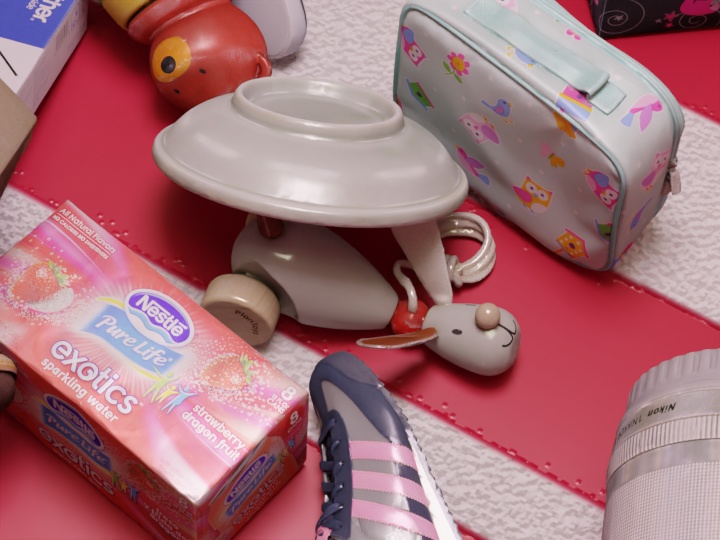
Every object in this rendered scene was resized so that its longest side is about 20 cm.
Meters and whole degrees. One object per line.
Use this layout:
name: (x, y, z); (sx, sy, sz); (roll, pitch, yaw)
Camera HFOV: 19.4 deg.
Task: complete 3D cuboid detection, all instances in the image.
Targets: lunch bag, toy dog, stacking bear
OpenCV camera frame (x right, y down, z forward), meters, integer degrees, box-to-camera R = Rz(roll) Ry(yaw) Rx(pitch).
lunch bag: (0.114, -0.101, 1.327); (0.200, 0.161, 0.077); (38, 64, 19)
toy dog: (0.000, 0.000, 1.296); (0.199, 0.096, 0.132); (-1, 59, -4)
stacking bear: (-0.130, -0.196, 1.389); (0.114, 0.121, 0.201); (-20, 81, -61)

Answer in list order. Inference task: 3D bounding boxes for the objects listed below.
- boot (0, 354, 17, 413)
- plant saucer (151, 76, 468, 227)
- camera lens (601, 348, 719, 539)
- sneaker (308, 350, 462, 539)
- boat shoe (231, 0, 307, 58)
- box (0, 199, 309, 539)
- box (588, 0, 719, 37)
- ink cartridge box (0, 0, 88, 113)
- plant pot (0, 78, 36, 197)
boot: (-0.250, 0.159, 1.187); (0.200, 0.072, 0.167); (-33, 71, 3)
plant saucer: (-0.028, -0.083, 1.309); (0.199, 0.050, 0.200); (8, 20, -3)
camera lens: (0.212, 0.165, 1.170); (0.159, 0.160, 0.201); (9, 58, 2)
sneaker: (-0.001, 0.137, 1.225); (0.082, 0.070, 0.201); (-15, 59, -22)
boat shoe: (-0.079, -0.236, 1.456); (0.068, 0.072, 0.200); (-15, 64, -38)
box: (-0.135, 0.067, 1.249); (0.200, 0.095, 0.103); (38, 63, 18)
box: (0.210, -0.269, 1.412); (0.114, 0.200, 0.133); (-6, 59, -5)
ink cartridge box: (-0.252, -0.132, 1.360); (0.094, 0.044, 0.200); (14, 40, 5)
plant pot: (-0.299, -0.052, 1.192); (0.176, 0.200, 0.200); (27, 23, -8)
